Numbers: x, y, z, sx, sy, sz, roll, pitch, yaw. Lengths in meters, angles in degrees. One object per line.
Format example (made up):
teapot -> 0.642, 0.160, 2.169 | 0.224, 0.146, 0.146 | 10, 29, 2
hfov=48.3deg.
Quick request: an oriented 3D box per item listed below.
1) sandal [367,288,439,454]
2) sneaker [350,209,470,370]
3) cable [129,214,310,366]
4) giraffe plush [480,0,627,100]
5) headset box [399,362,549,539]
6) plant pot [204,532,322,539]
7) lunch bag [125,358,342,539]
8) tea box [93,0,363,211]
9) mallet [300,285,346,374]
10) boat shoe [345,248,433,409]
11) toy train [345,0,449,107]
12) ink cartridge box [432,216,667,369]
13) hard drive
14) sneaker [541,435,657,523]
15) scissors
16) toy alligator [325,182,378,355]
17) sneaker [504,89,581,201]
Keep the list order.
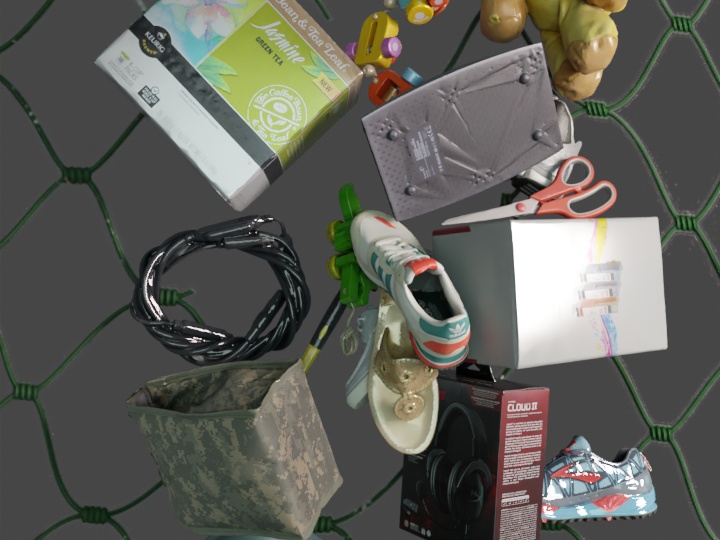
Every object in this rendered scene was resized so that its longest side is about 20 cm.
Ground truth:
sandal -> 0.043, 0.086, 0.842 | 0.077, 0.070, 0.212 | 0, 79, 8
sneaker -> 0.053, -0.001, 0.808 | 0.070, 0.093, 0.200 | -21, 61, -16
cable -> -0.161, 0.029, 0.916 | 0.199, 0.051, 0.164 | -16, 96, -6
giraffe plush -> 0.200, -0.301, 0.884 | 0.162, 0.173, 0.201 | 14, 75, 4
headset box -> 0.121, 0.197, 0.870 | 0.077, 0.149, 0.201 | 3, 91, -37
plant pot -> -0.111, 0.386, 0.869 | 0.200, 0.134, 0.201 | 0, 89, -3
lunch bag -> -0.142, 0.189, 0.855 | 0.200, 0.118, 0.164 | -7, 113, 27
tea box -> -0.135, -0.204, 0.870 | 0.197, 0.134, 0.200 | -45, 91, -4
mallet -> -0.065, 0.090, 0.925 | 0.066, 0.041, 0.200 | 23, 84, 0
boat shoe -> 0.036, 0.064, 0.919 | 0.071, 0.070, 0.201 | 37, 88, 16
toy train -> 0.064, -0.254, 0.891 | 0.150, 0.056, 0.200 | 42, 103, 40
ink cartridge box -> 0.199, 0.020, 0.854 | 0.199, 0.145, 0.145 | -2, 89, -27
hard drive -> 0.105, -0.146, 0.837 | 0.200, 0.042, 0.135 | -24, 120, -4
sneaker -> 0.239, 0.240, 0.930 | 0.199, 0.079, 0.096 | 1, 77, -10
scissors -> 0.188, -0.065, 0.875 | 0.200, 0.014, 0.073 | -26, 78, -16
toy alligator -> 0.000, 0.000, 0.907 | 0.054, 0.059, 0.201 | 15, 66, -44
sneaker -> 0.169, -0.173, 0.926 | 0.200, 0.075, 0.116 | 31, 83, -13
